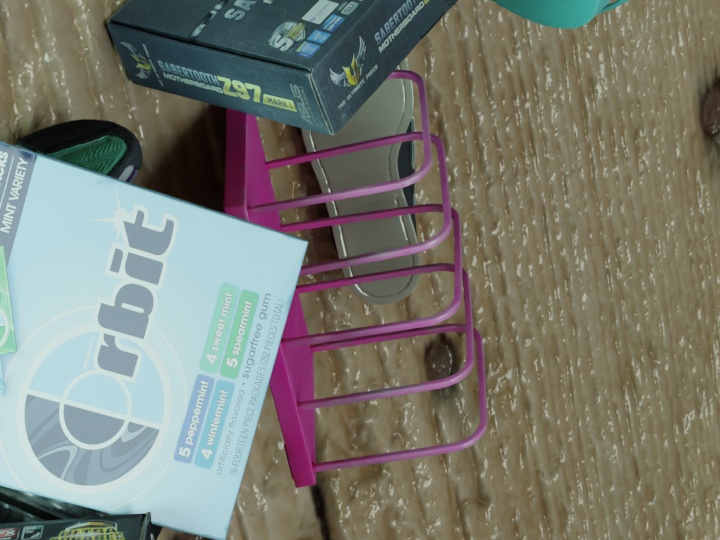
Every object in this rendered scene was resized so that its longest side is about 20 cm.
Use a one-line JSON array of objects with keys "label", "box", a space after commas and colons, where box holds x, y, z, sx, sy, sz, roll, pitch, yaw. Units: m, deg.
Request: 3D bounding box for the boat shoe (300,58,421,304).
[{"label": "boat shoe", "box": [0.000, -0.081, 1.746, 0.063, 0.072, 0.201, -98, 180, -69]}]

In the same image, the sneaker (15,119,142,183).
[{"label": "sneaker", "box": [-0.194, 0.002, 1.511, 0.200, 0.074, 0.088, -41, 143, -21]}]

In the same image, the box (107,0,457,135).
[{"label": "box", "box": [-0.024, -0.170, 1.582, 0.200, 0.157, 0.051, -48, 135, -29]}]

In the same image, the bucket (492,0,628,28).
[{"label": "bucket", "box": [0.118, -0.257, 1.703, 0.135, 0.207, 0.208, -47, 136, -17]}]

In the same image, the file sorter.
[{"label": "file sorter", "box": [0.000, 0.000, 1.652, 0.139, 0.124, 0.201, -92, 171, -57]}]

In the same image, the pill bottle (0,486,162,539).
[{"label": "pill bottle", "box": [-0.147, 0.090, 1.556, 0.112, 0.111, 0.201, 36, 74, -51]}]

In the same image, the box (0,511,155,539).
[{"label": "box", "box": [-0.197, 0.230, 1.488, 0.050, 0.198, 0.200, -89, 172, -64]}]

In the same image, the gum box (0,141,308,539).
[{"label": "gum box", "box": [-0.140, 0.037, 1.463, 0.199, 0.044, 0.171, 18, 86, -31]}]
